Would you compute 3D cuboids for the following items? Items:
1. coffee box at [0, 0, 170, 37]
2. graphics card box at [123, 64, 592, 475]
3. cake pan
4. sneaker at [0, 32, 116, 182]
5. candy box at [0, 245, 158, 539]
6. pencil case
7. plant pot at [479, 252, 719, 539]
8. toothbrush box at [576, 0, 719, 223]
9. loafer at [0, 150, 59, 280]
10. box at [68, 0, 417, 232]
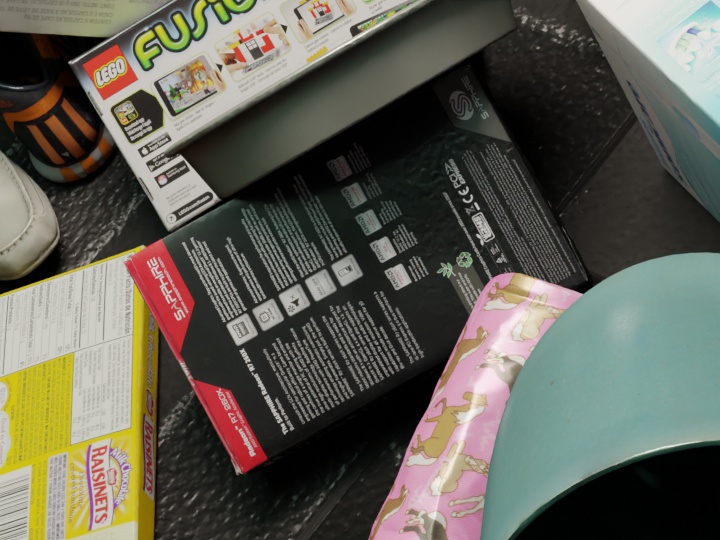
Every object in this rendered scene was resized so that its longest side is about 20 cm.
[{"bbox_3d":[-0.136,-0.266,1.409,0.199,0.201,0.198,2,36,-20],"label":"coffee box"},{"bbox_3d":[0.000,0.000,1.236,0.200,0.051,0.126,-30,84,8],"label":"graphics card box"},{"bbox_3d":[-0.004,-0.094,1.247,0.200,0.037,0.200,-30,3,2],"label":"cake pan"},{"bbox_3d":[-0.212,-0.145,1.480,0.078,0.112,0.200,-39,45,-3],"label":"sneaker"},{"bbox_3d":[-0.156,0.083,1.323,0.102,0.026,0.201,-16,49,16],"label":"candy box"},{"bbox_3d":[0.058,0.101,1.134,0.200,0.086,0.083,-63,8,-23],"label":"pencil case"},{"bbox_3d":[0.144,0.090,1.029,0.200,0.201,0.161,-20,35,16],"label":"plant pot"},{"bbox_3d":[0.198,-0.065,1.147,0.085,0.147,0.200,-37,44,-2],"label":"toothbrush box"},{"bbox_3d":[-0.244,-0.057,1.458,0.070,0.070,0.200,-46,46,-10],"label":"loafer"},{"bbox_3d":[-0.046,-0.119,1.365,0.200,0.110,0.035,-30,6,6],"label":"box"}]
